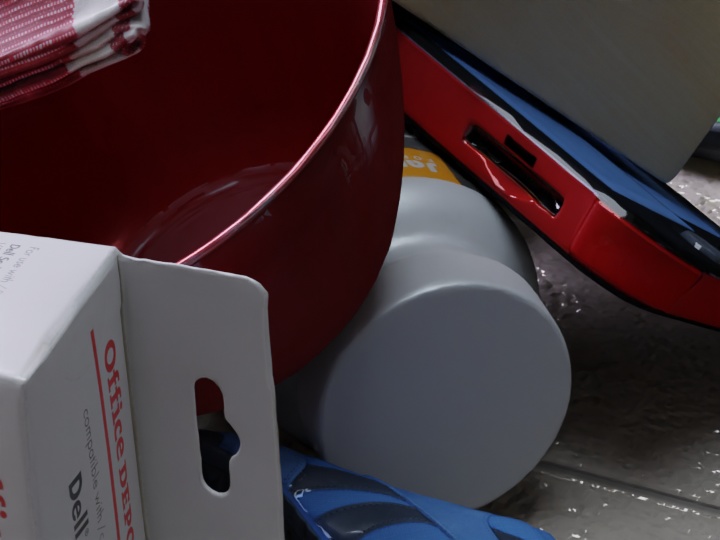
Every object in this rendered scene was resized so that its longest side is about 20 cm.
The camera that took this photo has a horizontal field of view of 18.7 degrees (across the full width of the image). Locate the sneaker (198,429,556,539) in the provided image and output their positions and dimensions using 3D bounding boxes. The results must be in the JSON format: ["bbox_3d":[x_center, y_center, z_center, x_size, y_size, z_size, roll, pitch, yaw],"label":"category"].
[{"bbox_3d":[0.017,0.102,0.703,0.199,0.067,0.078,24,27,37],"label":"sneaker"}]

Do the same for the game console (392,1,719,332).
[{"bbox_3d":[0.086,-0.042,0.850,0.200,0.031,0.176,44,18,33],"label":"game console"}]

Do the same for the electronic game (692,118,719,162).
[{"bbox_3d":[0.198,-0.105,1.071,0.198,0.042,0.201,-2,30,1],"label":"electronic game"}]

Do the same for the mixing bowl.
[{"bbox_3d":[-0.063,-0.027,0.710,0.198,0.109,0.201,-16,45,16],"label":"mixing bowl"}]

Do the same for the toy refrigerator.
[{"bbox_3d":[0.062,-0.119,0.843,0.199,0.076,0.070,29,12,-34],"label":"toy refrigerator"}]

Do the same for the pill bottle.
[{"bbox_3d":[0.000,0.000,0.824,0.115,0.117,0.200,-10,30,-14],"label":"pill bottle"}]

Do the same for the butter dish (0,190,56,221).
[{"bbox_3d":[-0.176,-0.113,0.852,0.198,0.149,0.200,12,19,16],"label":"butter dish"}]

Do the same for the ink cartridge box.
[{"bbox_3d":[-0.124,0.052,0.597,0.198,0.118,0.067,7,32,16],"label":"ink cartridge box"}]

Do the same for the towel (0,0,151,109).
[{"bbox_3d":[-0.164,-0.085,0.725,0.198,0.023,0.145,-20,42,7],"label":"towel"}]
